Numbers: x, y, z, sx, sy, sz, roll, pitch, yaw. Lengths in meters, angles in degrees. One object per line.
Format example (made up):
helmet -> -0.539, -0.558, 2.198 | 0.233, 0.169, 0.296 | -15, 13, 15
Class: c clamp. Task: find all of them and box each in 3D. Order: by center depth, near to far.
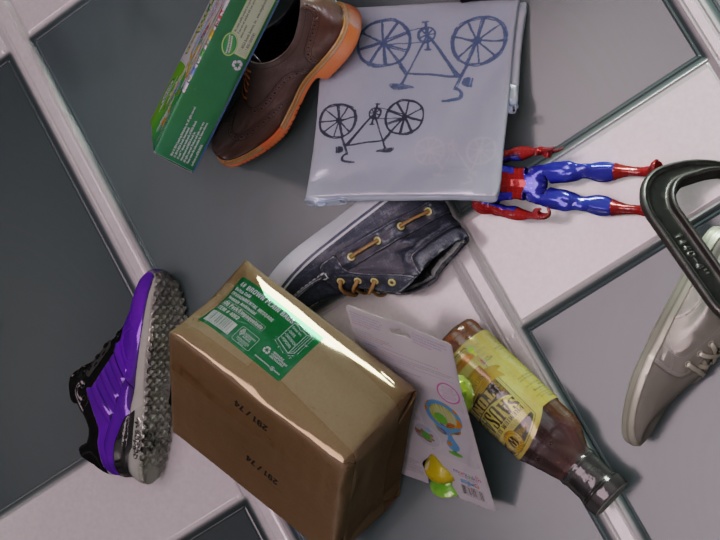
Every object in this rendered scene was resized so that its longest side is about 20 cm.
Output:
c clamp -> 0.329, -0.022, 1.540 | 0.171, 0.027, 0.200 | -25, 66, -28

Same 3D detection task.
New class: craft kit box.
craft kit box -> -0.125, -0.198, 1.660 | 0.048, 0.198, 0.200 | 26, 97, -9

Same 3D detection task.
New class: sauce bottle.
sauce bottle -> 0.146, 0.128, 1.614 | 0.200, 0.066, 0.066 | 43, 102, 18

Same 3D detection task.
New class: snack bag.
snack bag -> 0.050, -0.147, 1.655 | 0.188, 0.021, 0.201 | 0, 70, 18

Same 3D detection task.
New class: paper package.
paper package -> -0.060, 0.122, 1.620 | 0.200, 0.191, 0.103 | 36, 61, 18

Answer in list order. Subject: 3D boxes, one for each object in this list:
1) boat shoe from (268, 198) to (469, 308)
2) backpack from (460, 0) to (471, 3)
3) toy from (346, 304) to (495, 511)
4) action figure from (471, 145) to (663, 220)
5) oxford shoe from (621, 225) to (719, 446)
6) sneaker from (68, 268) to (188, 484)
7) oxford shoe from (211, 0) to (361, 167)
boat shoe -> 0.000, 0.000, 1.667 | 0.200, 0.071, 0.091 | -41, 72, 12
backpack -> 0.074, -0.365, 1.622 | 0.183, 0.134, 0.200 | -43, 72, 12
toy -> 0.062, 0.111, 1.603 | 0.115, 0.047, 0.200 | 19, 137, 37
action figure -> 0.160, -0.076, 1.627 | 0.199, 0.052, 0.066 | 3, 93, 22
oxford shoe -> 0.278, 0.060, 1.565 | 0.058, 0.075, 0.200 | 28, 93, 21
sneaker -> -0.227, 0.094, 1.749 | 0.099, 0.070, 0.201 | 8, 91, 22
oxford shoe -> -0.085, -0.176, 1.685 | 0.200, 0.073, 0.071 | -49, 42, 27
